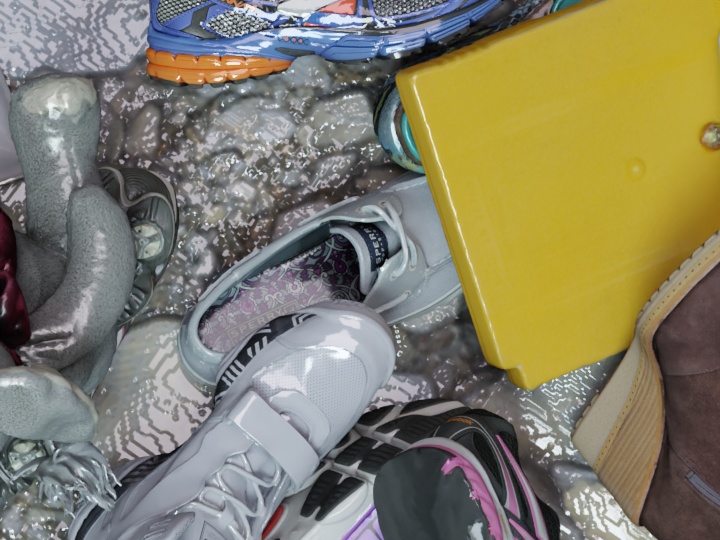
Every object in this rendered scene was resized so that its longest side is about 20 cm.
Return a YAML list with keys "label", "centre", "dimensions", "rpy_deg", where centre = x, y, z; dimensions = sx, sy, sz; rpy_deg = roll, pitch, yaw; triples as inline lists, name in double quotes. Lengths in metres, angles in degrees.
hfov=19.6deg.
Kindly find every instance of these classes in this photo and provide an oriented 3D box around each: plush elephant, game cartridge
- label: "plush elephant"
  centre: [-0.181, 0.030, 0.921]
  dimensions: [0.165, 0.155, 0.200]
  rpy_deg: [-21, 89, 15]
- label: "game cartridge"
  centre: [0.133, -0.053, 1.064]
  dimensions: [0.200, 0.032, 0.176]
  rpy_deg: [-22, 104, -14]

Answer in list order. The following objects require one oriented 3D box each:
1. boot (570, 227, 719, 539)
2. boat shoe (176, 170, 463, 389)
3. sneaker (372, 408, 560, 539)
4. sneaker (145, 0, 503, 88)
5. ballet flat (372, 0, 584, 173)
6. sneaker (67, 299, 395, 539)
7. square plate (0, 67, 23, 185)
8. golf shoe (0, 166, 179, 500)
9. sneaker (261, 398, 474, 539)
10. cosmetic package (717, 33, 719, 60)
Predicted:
- label: "boot"
  centre: [0.203, 0.076, 1.009]
  dimensions: [0.166, 0.200, 0.072]
  rpy_deg: [40, 44, 16]
- label: "boat shoe"
  centre: [-0.001, -0.001, 1.060]
  dimensions: [0.201, 0.072, 0.070]
  rpy_deg: [-29, 83, -9]
- label: "sneaker"
  centre: [0.074, 0.157, 1.017]
  dimensions: [0.080, 0.086, 0.200]
  rpy_deg: [2, 117, 31]
- label: "sneaker"
  centre: [-0.016, -0.146, 1.070]
  dimensions: [0.200, 0.075, 0.079]
  rpy_deg: [-10, 104, -5]
- label: "ballet flat"
  centre: [0.092, -0.113, 1.090]
  dimensions: [0.200, 0.074, 0.074]
  rpy_deg: [-23, 82, -16]
- label: "sneaker"
  centre: [-0.055, 0.105, 0.990]
  dimensions: [0.200, 0.115, 0.075]
  rpy_deg: [-41, 115, 8]
- label: "square plate"
  centre: [-0.293, -0.114, 1.078]
  dimensions: [0.198, 0.028, 0.200]
  rpy_deg: [-19, 81, -9]
- label: "golf shoe"
  centre: [-0.152, 0.036, 1.043]
  dimensions: [0.077, 0.088, 0.200]
  rpy_deg: [38, 102, 0]
- label: "sneaker"
  centre: [-0.010, 0.145, 1.043]
  dimensions: [0.200, 0.081, 0.083]
  rpy_deg: [-47, 113, -14]
- label: "cosmetic package"
  centre: [0.248, -0.028, 1.050]
  dimensions: [0.103, 0.073, 0.200]
  rpy_deg: [-11, 97, -23]
